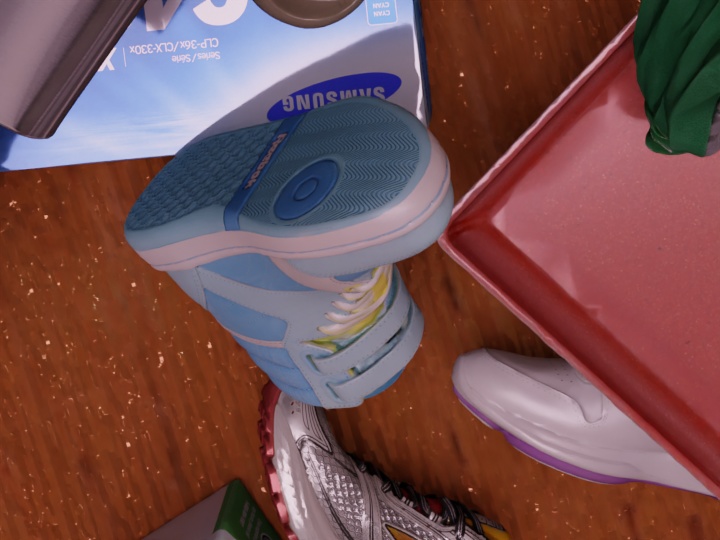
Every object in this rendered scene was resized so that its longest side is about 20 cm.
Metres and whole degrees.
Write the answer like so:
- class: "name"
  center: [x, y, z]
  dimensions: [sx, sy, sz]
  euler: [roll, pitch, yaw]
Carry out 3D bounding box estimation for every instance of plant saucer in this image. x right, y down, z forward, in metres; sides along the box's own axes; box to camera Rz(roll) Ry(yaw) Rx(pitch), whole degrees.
- class: "plant saucer"
  center: [0.166, -0.025, 1.146]
  dimensions: [0.200, 0.037, 0.200]
  euler: [42, 98, -12]

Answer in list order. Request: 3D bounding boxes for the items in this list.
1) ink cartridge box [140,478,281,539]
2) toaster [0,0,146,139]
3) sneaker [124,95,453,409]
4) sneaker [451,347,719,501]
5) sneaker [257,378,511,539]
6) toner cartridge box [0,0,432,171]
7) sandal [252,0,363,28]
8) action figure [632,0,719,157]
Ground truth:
- class: "ink cartridge box"
  center: [-0.037, 0.213, 1.231]
  dimensions: [0.083, 0.147, 0.200]
  euler: [-33, 100, 10]
- class: "toaster"
  center: [-0.152, -0.162, 1.074]
  dimensions: [0.181, 0.200, 0.119]
  euler: [30, 116, -10]
- class: "sneaker"
  center: [0.000, 0.000, 1.142]
  dimensions: [0.131, 0.200, 0.080]
  euler: [47, 66, -24]
- class: "sneaker"
  center: [0.140, 0.051, 1.223]
  dimensions: [0.199, 0.075, 0.100]
  euler: [13, 98, -8]
- class: "sneaker"
  center: [0.021, 0.122, 1.247]
  dimensions: [0.082, 0.078, 0.200]
  euler: [-34, 108, 6]
- class: "toner cartridge box"
  center: [-0.073, -0.101, 1.209]
  dimensions: [0.199, 0.043, 0.095]
  euler: [-6, 104, 5]
- class: "sandal"
  center: [0.002, -0.185, 1.119]
  dimensions: [0.080, 0.054, 0.200]
  euler: [17, 112, -8]
- class: "action figure"
  center: [0.136, -0.103, 1.030]
  dimensions: [0.055, 0.200, 0.118]
  euler: [-9, 62, -13]
